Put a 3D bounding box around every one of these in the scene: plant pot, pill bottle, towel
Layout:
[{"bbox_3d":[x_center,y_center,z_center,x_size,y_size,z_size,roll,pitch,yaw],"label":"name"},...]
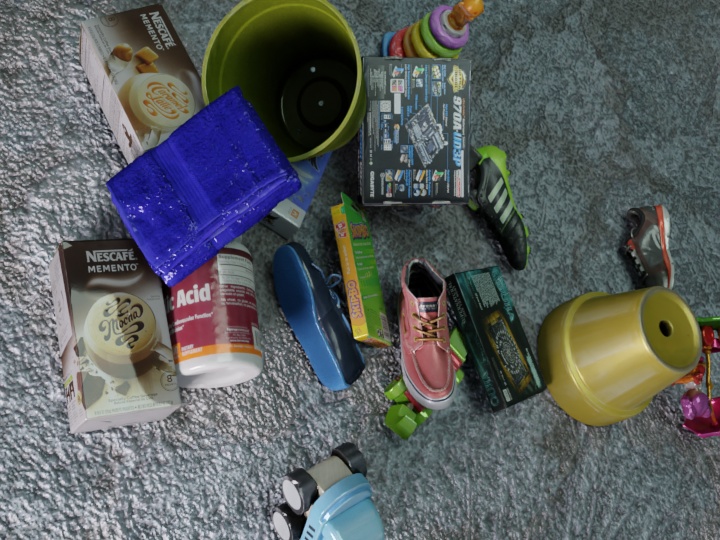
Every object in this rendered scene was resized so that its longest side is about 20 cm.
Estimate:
[{"bbox_3d":[0.399,0.114,1.386,0.197,0.188,0.205,12,64,-25],"label":"plant pot"},{"bbox_3d":[-0.183,0.031,1.114,0.112,0.114,0.204,2,69,-30],"label":"pill bottle"},{"bbox_3d":[-0.181,-0.098,1.049,0.198,0.050,0.149,-36,83,0],"label":"towel"},{"bbox_3d":[-0.072,-0.226,1.164,0.204,0.198,0.193,64,12,7],"label":"plant pot"}]

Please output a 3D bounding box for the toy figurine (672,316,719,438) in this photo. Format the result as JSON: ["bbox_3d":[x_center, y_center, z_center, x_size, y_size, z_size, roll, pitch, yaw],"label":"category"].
[{"bbox_3d":[0.548,0.175,1.485,0.197,0.149,0.189,6,76,-42],"label":"toy figurine"}]

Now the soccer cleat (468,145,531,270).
[{"bbox_3d":[0.209,-0.094,1.437,0.079,0.068,0.204,-13,82,-13],"label":"soccer cleat"}]

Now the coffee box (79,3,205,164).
[{"bbox_3d":[-0.265,-0.224,1.161,0.113,0.080,0.203,-19,70,-27],"label":"coffee box"}]

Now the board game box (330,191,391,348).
[{"bbox_3d":[0.000,0.000,1.260,0.095,0.029,0.205,30,49,-66],"label":"board game box"}]

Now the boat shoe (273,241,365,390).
[{"bbox_3d":[-0.055,0.056,1.215,0.068,0.083,0.204,-27,102,-43],"label":"boat shoe"}]

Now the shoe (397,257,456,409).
[{"bbox_3d":[0.086,0.080,1.229,0.070,0.092,0.203,-5,47,-6],"label":"shoe"}]

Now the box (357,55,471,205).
[{"bbox_3d":[0.074,-0.193,1.284,0.155,0.046,0.205,-1,95,-11],"label":"box"}]

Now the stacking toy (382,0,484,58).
[{"bbox_3d":[0.123,-0.358,1.404,0.114,0.200,0.112,8,66,-26],"label":"stacking toy"}]

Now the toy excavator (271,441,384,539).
[{"bbox_3d":[-0.014,0.342,1.088,0.099,0.197,0.200,-19,52,-35],"label":"toy excavator"}]

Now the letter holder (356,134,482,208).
[{"bbox_3d":[0.064,-0.200,1.378,0.200,0.142,0.101,43,87,-11],"label":"letter holder"}]

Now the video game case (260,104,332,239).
[{"bbox_3d":[-0.131,-0.175,1.272,0.179,0.045,0.203,32,57,-17],"label":"video game case"}]

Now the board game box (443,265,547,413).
[{"bbox_3d":[0.198,0.096,1.347,0.134,0.028,0.204,-7,74,-53],"label":"board game box"}]

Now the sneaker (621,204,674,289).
[{"bbox_3d":[0.487,-0.018,1.580,0.080,0.077,0.204,4,65,0],"label":"sneaker"}]

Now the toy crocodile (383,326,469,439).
[{"bbox_3d":[0.095,0.151,1.264,0.068,0.062,0.200,49,54,-4],"label":"toy crocodile"}]

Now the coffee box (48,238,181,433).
[{"bbox_3d":[-0.284,0.072,1.056,0.111,0.080,0.204,-4,73,-32],"label":"coffee box"}]
